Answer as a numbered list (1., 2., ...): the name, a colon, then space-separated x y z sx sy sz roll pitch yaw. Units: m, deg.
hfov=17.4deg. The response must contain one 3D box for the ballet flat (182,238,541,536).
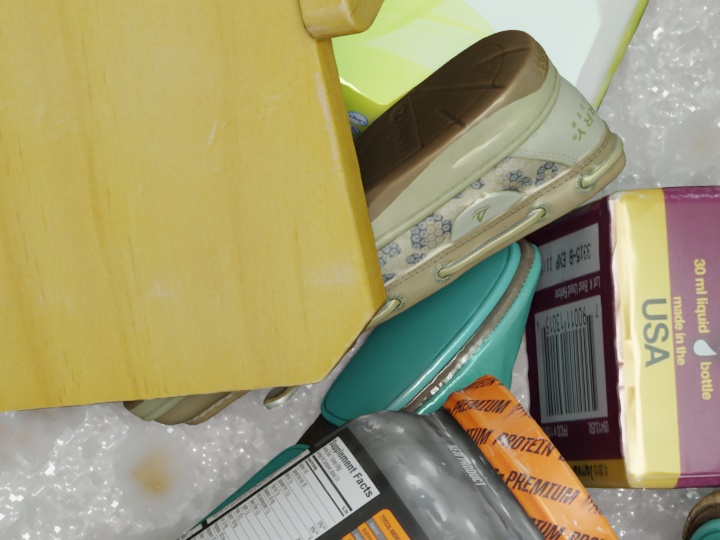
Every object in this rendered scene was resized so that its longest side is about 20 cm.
1. ballet flat: 0.005 0.076 0.848 0.200 0.067 0.070 -46 114 -9

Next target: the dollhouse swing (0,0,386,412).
1. dollhouse swing: -0.070 -0.077 0.799 0.200 0.182 0.176 -7 121 21

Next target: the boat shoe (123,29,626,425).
1. boat shoe: 0.000 0.000 0.817 0.200 0.073 0.063 -36 116 23

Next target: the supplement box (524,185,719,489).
1. supplement box: 0.170 0.023 0.841 0.200 0.131 0.103 -2 85 -11

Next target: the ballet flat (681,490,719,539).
1. ballet flat: 0.157 0.123 0.822 0.070 0.200 0.065 27 61 32

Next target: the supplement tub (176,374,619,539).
1. supplement tub: -0.013 0.128 0.747 0.200 0.123 0.123 -34 91 -4

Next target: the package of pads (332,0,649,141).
1. package of pads: 0.040 -0.137 0.866 0.154 0.068 0.200 26 83 -6
